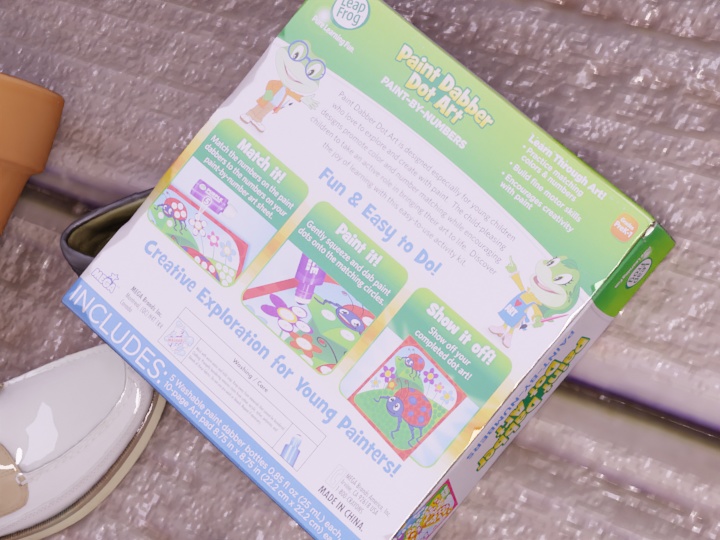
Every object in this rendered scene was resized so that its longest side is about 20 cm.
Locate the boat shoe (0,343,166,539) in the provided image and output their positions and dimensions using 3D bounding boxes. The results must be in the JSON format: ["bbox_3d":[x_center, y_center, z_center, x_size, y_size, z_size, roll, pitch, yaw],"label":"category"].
[{"bbox_3d":[-0.184,0.094,1.205,0.200,0.068,0.075,-35,47,16],"label":"boat shoe"}]

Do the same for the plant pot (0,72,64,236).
[{"bbox_3d":[-0.263,-0.044,1.283,0.199,0.200,0.141,11,89,42],"label":"plant pot"}]

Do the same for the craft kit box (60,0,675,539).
[{"bbox_3d":[0.000,0.000,1.090,0.200,0.048,0.198,41,95,24],"label":"craft kit box"}]

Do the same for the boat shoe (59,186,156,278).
[{"bbox_3d":[-0.056,-0.017,1.173,0.200,0.066,0.072,-14,56,32],"label":"boat shoe"}]
